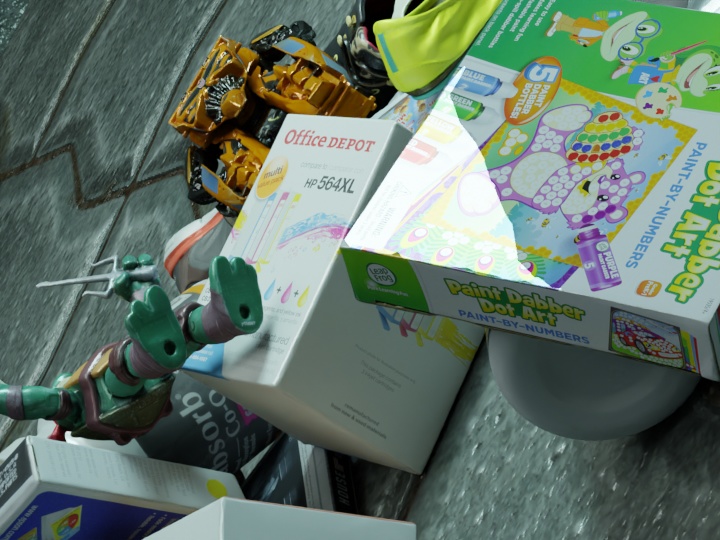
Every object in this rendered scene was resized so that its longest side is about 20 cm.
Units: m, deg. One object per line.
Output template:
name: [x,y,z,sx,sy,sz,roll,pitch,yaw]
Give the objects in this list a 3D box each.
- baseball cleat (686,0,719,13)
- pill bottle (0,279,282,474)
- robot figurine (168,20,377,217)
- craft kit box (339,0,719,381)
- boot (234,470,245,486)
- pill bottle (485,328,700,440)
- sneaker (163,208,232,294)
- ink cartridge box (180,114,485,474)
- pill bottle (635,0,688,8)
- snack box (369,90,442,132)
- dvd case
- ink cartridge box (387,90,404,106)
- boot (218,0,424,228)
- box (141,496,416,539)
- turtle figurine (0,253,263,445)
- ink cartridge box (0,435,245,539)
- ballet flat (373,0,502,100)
baseball cleat: [0.203,-0.126,1.404,0.106,0.069,0.201,-43,27,45]
pill bottle: [-0.136,0.103,1.756,0.200,0.117,0.116,-39,6,-30]
robot figurine: [-0.066,-0.102,1.818,0.146,0.058,0.200,-59,30,1]
craft kit box: [0.121,-0.049,1.310,0.196,0.049,0.201,13,52,27]
boot: [-0.162,0.194,1.867,0.097,0.075,0.200,-31,-11,-43]
pill bottle: [0.115,-0.011,1.409,0.112,0.112,0.200,-53,20,26]
sneaker: [-0.074,-0.022,2.043,0.200,0.077,0.082,-44,52,45]
ink cartridge box: [0.000,0.000,1.646,0.128,0.125,0.201,8,71,55]
pill bottle: [0.146,-0.230,1.613,0.117,0.116,0.201,-51,21,30]
snack box: [0.057,-0.106,1.750,0.199,0.024,0.072,-36,28,18]
dvd case: [-0.067,0.192,1.737,0.200,0.025,0.151,-53,25,24]
ink cartridge box: [0.002,-0.004,1.809,0.160,0.047,0.201,-52,19,28]
boot: [-0.015,-0.120,1.895,0.200,0.073,0.151,-46,-4,-37]
box: [-0.067,0.203,1.542,0.200,0.124,0.098,-31,53,57]
turtle figurine: [-0.149,0.052,1.610,0.199,0.101,0.150,-24,19,47]
ink cartridge box: [-0.163,0.183,1.656,0.198,0.199,0.047,-46,46,35]
ballet flat: [0.072,-0.191,1.758,0.067,0.067,0.200,-19,24,51]
